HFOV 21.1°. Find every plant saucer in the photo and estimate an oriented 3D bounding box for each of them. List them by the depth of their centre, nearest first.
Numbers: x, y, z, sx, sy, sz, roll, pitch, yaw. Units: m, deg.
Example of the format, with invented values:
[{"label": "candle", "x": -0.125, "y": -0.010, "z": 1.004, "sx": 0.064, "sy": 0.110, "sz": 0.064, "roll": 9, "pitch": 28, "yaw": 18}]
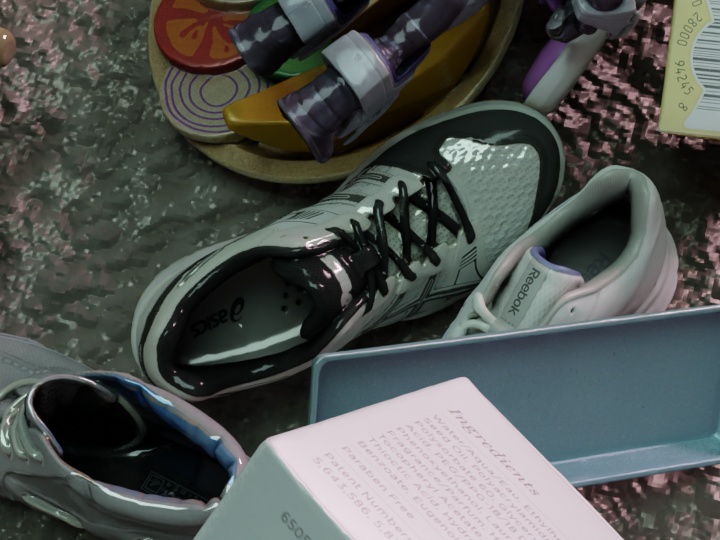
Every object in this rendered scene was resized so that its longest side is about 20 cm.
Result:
[{"label": "plant saucer", "x": 0.066, "y": 0.051, "z": 0.730, "sx": 0.198, "sy": 0.071, "sz": 0.019, "roll": -6, "pitch": 23, "yaw": -28}]

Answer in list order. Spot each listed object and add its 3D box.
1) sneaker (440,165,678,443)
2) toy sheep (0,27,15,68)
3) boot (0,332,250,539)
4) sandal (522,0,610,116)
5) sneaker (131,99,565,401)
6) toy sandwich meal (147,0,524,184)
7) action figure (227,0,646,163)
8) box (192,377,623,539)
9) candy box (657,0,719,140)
[{"label": "sneaker", "x": 0.055, "y": 0.035, "z": 0.772, "sx": 0.074, "sy": 0.087, "sz": 0.201, "roll": 31, "pitch": 72, "yaw": 19}, {"label": "toy sheep", "x": -0.241, "y": -0.125, "z": 0.870, "sx": 0.198, "sy": 0.138, "sz": 0.139, "roll": 14, "pitch": 66, "yaw": 14}, {"label": "boot", "x": -0.120, "y": 0.060, "z": 0.778, "sx": 0.198, "sy": 0.096, "sz": 0.074, "roll": 20, "pitch": 67, "yaw": 17}, {"label": "sandal", "x": 0.106, "y": -0.147, "z": 0.861, "sx": 0.050, "sy": 0.083, "sz": 0.203, "roll": 31, "pitch": 58, "yaw": 0}, {"label": "sneaker", "x": 0.000, "y": 0.000, "z": 0.784, "sx": 0.199, "sy": 0.088, "sz": 0.076, "roll": -31, "pitch": 99, "yaw": 0}, {"label": "toy sandwich meal", "x": -0.013, "y": -0.135, "z": 0.856, "sx": 0.203, "sy": 0.070, "sz": 0.207, "roll": -8, "pitch": 66, "yaw": 18}, {"label": "action figure", "x": 0.042, "y": -0.131, "z": 0.756, "sx": 0.199, "sy": 0.069, "sz": 0.131, "roll": -36, "pitch": 73, "yaw": 10}, {"label": "box", "x": 0.018, "y": 0.179, "z": 0.619, "sx": 0.200, "sy": 0.130, "sz": 0.200, "roll": 45, "pitch": 117, "yaw": 20}, {"label": "candy box", "x": 0.162, "y": -0.153, "z": 0.789, "sx": 0.055, "sy": 0.115, "sz": 0.202, "roll": 8, "pitch": 95, "yaw": 11}]
